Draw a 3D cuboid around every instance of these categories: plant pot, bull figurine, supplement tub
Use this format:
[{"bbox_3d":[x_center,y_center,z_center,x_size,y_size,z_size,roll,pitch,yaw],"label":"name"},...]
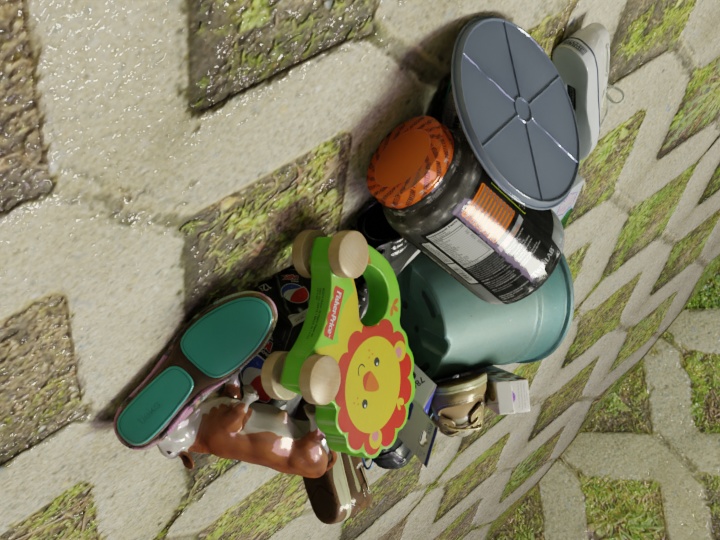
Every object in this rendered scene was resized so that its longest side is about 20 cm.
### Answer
[{"bbox_3d":[0.115,0.039,1.435,0.196,0.200,0.201,-17,144,-41],"label":"plant pot"},{"bbox_3d":[-0.111,0.158,1.239,0.199,0.065,0.122,14,127,-19],"label":"bull figurine"},{"bbox_3d":[0.106,-0.061,1.227,0.123,0.123,0.200,-49,125,4],"label":"supplement tub"}]

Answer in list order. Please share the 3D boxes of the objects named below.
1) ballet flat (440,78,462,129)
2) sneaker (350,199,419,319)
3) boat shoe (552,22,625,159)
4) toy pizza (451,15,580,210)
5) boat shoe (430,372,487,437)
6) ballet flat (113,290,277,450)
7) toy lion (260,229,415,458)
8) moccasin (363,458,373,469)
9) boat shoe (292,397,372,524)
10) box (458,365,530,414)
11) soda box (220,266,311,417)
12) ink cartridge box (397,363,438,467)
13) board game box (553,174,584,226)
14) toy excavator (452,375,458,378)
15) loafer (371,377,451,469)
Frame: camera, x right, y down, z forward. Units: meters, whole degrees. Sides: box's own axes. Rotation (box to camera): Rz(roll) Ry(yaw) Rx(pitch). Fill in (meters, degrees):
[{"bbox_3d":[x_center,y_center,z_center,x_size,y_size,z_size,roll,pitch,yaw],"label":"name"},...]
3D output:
[{"bbox_3d":[0.110,-0.126,1.289,0.072,0.072,0.201,-35,155,-30],"label":"ballet flat"},{"bbox_3d":[0.000,0.000,1.301,0.200,0.071,0.099,-54,157,0],"label":"sneaker"},{"bbox_3d":[0.272,-0.220,1.450,0.086,0.075,0.202,-43,149,-19],"label":"boat shoe"},{"bbox_3d":[0.149,-0.153,1.195,0.032,0.201,0.200,-20,-179,41],"label":"toy pizza"},{"bbox_3d":[0.117,0.160,1.412,0.074,0.067,0.200,-12,170,2],"label":"boat shoe"},{"bbox_3d":[-0.157,0.093,1.172,0.200,0.069,0.071,-46,177,4],"label":"ballet flat"},{"bbox_3d":[-0.004,0.080,1.209,0.192,0.069,0.201,30,68,-48],"label":"toy lion"},{"bbox_3d":[-0.022,0.227,1.492,0.068,0.080,0.200,-46,160,-16],"label":"moccasin"},{"bbox_3d":[-0.037,0.181,1.376,0.075,0.203,0.075,-9,173,-38],"label":"boat shoe"},{"bbox_3d":[0.159,0.141,1.468,0.039,0.042,0.200,-4,-177,-8],"label":"box"},{"bbox_3d":[-0.092,0.092,1.284,0.071,0.063,0.200,-30,152,-40],"label":"soda box"},{"bbox_3d":[0.027,0.123,1.376,0.039,0.200,0.100,-32,155,-26],"label":"ink cartridge box"},{"bbox_3d":[0.211,-0.028,1.688,0.200,0.041,0.200,-36,155,-30],"label":"board game box"},{"bbox_3d":[0.042,0.177,1.673,0.200,0.100,0.195,-23,148,-23],"label":"toy excavator"},{"bbox_3d":[0.061,0.156,1.522,0.070,0.068,0.201,59,43,-32],"label":"loafer"}]
